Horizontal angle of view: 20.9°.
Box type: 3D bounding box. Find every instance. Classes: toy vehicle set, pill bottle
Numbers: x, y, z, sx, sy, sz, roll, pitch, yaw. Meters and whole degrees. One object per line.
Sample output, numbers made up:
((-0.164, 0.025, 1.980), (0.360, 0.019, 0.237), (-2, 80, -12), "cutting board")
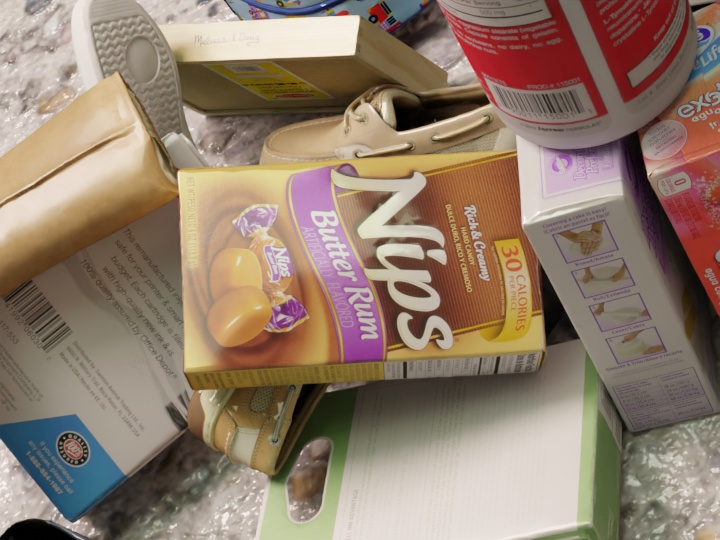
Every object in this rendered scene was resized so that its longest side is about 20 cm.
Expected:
((-0.057, -0.135, 1.314), (0.198, 0.124, 0.027), (1, 79, 29), "toy vehicle set")
((0.082, -0.159, 0.922), (0.111, 0.200, 0.113), (-14, 50, 17), "pill bottle")

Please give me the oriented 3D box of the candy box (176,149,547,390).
((0.000, 0.000, 1.086), (0.198, 0.057, 0.118), (-4, 75, -1), "candy box")

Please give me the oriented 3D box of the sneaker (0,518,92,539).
((-0.195, 0.176, 1.148), (0.199, 0.084, 0.075), (1, 56, 50), "sneaker")

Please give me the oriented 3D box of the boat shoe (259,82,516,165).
((0.021, -0.091, 1.266), (0.198, 0.065, 0.072), (-1, 38, 26), "boat shoe")

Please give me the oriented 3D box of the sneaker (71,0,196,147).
((-0.171, -0.092, 1.297), (0.117, 0.202, 0.074), (4, 36, 38), "sneaker")

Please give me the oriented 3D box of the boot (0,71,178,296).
((-0.191, -0.005, 1.115), (0.199, 0.066, 0.176), (-30, 59, 0), "boot")

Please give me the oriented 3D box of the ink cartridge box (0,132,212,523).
((-0.147, 0.032, 1.206), (0.200, 0.147, 0.086), (-39, 8, -6), "ink cartridge box")

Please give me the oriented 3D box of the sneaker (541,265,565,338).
((0.041, -0.001, 1.192), (0.199, 0.076, 0.091), (25, 79, 44), "sneaker")

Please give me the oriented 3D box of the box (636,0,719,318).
((0.216, -0.040, 1.032), (0.094, 0.200, 0.103), (-21, 46, 15), "box")

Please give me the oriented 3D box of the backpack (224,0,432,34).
((-0.032, -0.247, 1.385), (0.182, 0.135, 0.200), (-35, 47, -1), "backpack")

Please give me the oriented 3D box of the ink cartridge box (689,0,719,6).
((0.177, -0.251, 1.274), (0.143, 0.084, 0.201), (-8, 36, 24), "ink cartridge box")

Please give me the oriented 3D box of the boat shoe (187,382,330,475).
((-0.015, 0.031, 1.138), (0.076, 0.072, 0.201), (29, 79, 24), "boat shoe")

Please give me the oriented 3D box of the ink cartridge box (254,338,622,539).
((0.045, 0.118, 1.092), (0.198, 0.048, 0.146), (-14, 38, 21), "ink cartridge box")

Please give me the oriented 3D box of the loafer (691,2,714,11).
((0.214, -0.122, 1.174), (0.075, 0.070, 0.200), (-28, 32, 6), "loafer")

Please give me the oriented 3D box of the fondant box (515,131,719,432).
((0.140, -0.027, 1.065), (0.058, 0.200, 0.145), (-15, 49, 18), "fondant box")
